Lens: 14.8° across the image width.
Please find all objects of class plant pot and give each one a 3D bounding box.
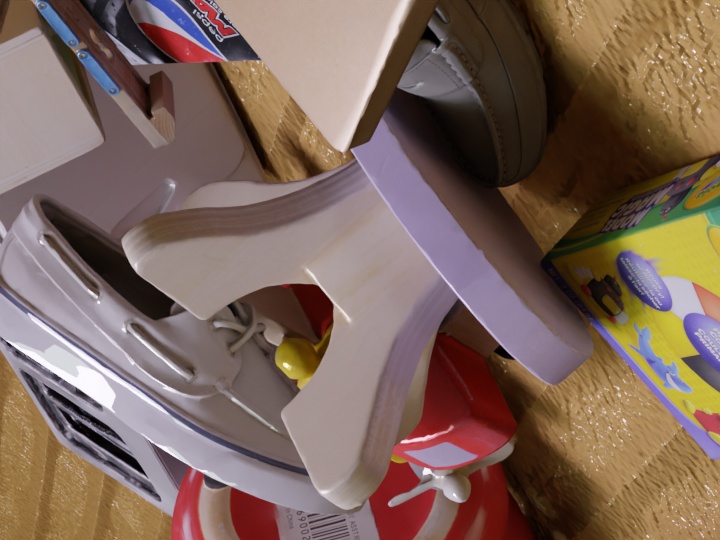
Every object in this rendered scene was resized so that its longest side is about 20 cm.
[{"bbox_3d":[0.004,0.167,1.473,0.200,0.200,0.183,33,153,32],"label":"plant pot"}]

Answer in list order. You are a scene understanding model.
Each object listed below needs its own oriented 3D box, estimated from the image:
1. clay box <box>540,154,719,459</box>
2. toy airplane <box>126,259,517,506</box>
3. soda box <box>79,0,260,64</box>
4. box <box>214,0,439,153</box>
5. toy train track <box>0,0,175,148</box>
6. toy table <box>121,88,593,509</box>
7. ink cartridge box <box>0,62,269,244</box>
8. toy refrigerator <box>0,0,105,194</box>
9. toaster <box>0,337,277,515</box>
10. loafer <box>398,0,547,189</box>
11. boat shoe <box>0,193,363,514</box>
[{"bbox_3d":[0.157,0.012,1.060,0.115,0.048,0.200,48,162,-8],"label":"clay box"},{"bbox_3d":[-0.017,0.042,1.333,0.199,0.142,0.199,27,180,5],"label":"toy airplane"},{"bbox_3d":[-0.064,-0.133,1.187,0.063,0.071,0.200,52,161,-20],"label":"soda box"},{"bbox_3d":[-0.015,-0.163,0.906,0.164,0.021,0.200,53,140,23],"label":"box"},{"bbox_3d":[-0.122,-0.123,1.149,0.200,0.032,0.115,52,-158,-44],"label":"toy train track"},{"bbox_3d":[0.000,0.000,1.147,0.184,0.117,0.200,42,-166,-33],"label":"toy table"},{"bbox_3d":[-0.177,-0.075,1.425,0.200,0.147,0.145,26,153,43],"label":"ink cartridge box"},{"bbox_3d":[-0.177,-0.132,1.314,0.200,0.070,0.076,-111,-5,-49],"label":"toy refrigerator"},{"bbox_3d":[-0.125,0.029,1.553,0.200,0.119,0.181,28,156,41],"label":"toaster"},{"bbox_3d":[0.018,-0.102,1.082,0.070,0.070,0.200,25,153,45],"label":"loafer"},{"bbox_3d":[-0.075,0.034,1.214,0.199,0.066,0.072,32,-160,16],"label":"boat shoe"}]
